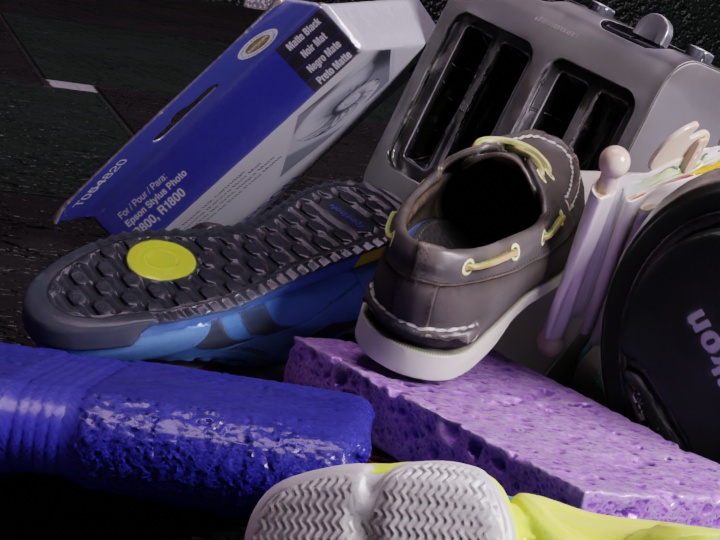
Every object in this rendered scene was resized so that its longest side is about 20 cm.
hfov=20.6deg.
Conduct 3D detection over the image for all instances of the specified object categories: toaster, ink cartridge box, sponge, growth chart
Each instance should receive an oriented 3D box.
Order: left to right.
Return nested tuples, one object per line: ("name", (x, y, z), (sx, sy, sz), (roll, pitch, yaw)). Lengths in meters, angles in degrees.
("ink cartridge box", (-0.060, -0.083, 1.167), (0.041, 0.199, 0.200), (53, 24, 9))
("sponge", (0.064, 0.069, 0.810), (0.111, 0.030, 0.199), (6, 13, -36))
("toaster", (0.115, -0.065, 1.171), (0.118, 0.201, 0.180), (19, 10, -47))
("growth chart", (0.164, -0.025, 0.914), (0.199, 0.146, 0.018), (-15, 51, -36))

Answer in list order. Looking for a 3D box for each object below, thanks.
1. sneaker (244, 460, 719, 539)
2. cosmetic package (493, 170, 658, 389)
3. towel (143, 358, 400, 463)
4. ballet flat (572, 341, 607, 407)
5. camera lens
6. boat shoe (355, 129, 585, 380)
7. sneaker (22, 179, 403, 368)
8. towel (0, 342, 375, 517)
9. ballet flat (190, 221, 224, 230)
("sneaker", (0.063, 0.111, 0.657), (0.198, 0.077, 0.105), (12, -6, 10))
("cosmetic package", (0.162, 0.008, 1.050), (0.199, 0.104, 0.073), (1, 45, -41))
("towel", (-0.018, 0.064, 0.886), (0.198, 0.023, 0.144), (16, 11, 20))
("ballet flat", (0.189, 0.059, 1.008), (0.199, 0.068, 0.064), (-3, 43, -42))
("camera lens", (0.215, 0.034, 0.871), (0.199, 0.162, 0.159), (-2, 17, -45))
("boat shoe", (0.060, -0.023, 0.880), (0.071, 0.061, 0.201), (21, 32, 13))
("sneaker", (-0.059, 0.020, 0.871), (0.199, 0.079, 0.066), (-16, 44, -38))
("towel", (-0.095, 0.062, 0.733), (0.198, 0.050, 0.148), (8, 3, 1))
("ballet flat", (0.000, 0.000, 1.063), (0.198, 0.067, 0.057), (5, 48, -10))
